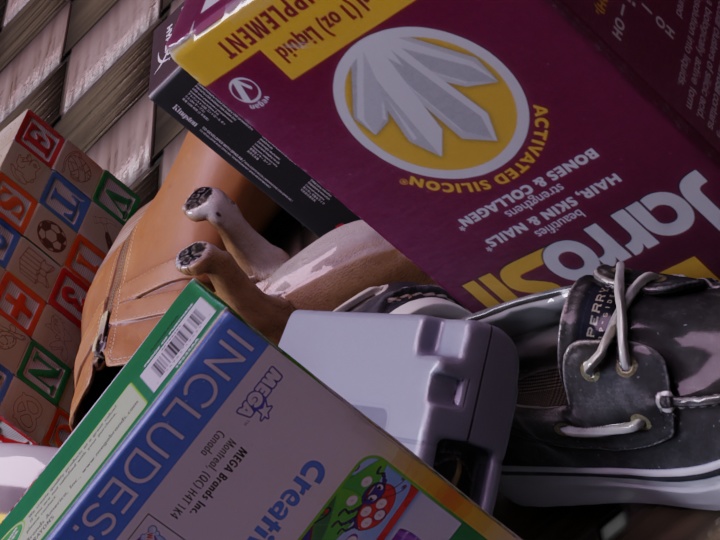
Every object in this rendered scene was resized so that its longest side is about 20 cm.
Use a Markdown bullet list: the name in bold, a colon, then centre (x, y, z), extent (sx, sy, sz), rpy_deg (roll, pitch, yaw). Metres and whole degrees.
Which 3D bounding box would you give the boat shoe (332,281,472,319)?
- **boat shoe**: centre (-0.033, 0.082, 0.789), extent (0.200, 0.074, 0.060), rpy_deg (-48, 23, -2)

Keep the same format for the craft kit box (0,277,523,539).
- **craft kit box**: centre (-0.029, 0.139, 0.539), extent (0.200, 0.197, 0.049), rpy_deg (-51, 20, -3)

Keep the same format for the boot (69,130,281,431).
- **boot**: centre (-0.081, -0.012, 1.006), extent (0.200, 0.077, 0.155), rpy_deg (-40, 23, 30)

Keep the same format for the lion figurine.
- **lion figurine**: centre (0.000, 0.000, 0.839), extent (0.200, 0.123, 0.073), rpy_deg (-26, 35, 14)

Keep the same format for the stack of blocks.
- **stack of blocks**: centre (-0.184, 0.020, 1.102), extent (0.059, 0.115, 0.200), rpy_deg (-33, 28, 35)

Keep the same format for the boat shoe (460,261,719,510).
- **boat shoe**: centre (0.088, 0.034, 0.641), extent (0.200, 0.071, 0.072), rpy_deg (-21, 36, 49)

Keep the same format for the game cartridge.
- **game cartridge**: centre (-0.011, 0.113, 0.675), extent (0.133, 0.040, 0.200), rpy_deg (3, 78, 58)

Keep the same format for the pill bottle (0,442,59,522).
- **pill bottle**: centre (-0.102, 0.165, 0.658), extent (0.111, 0.111, 0.200), rpy_deg (-14, 62, 54)

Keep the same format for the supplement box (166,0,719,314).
- **supplement box**: centre (0.056, -0.071, 0.691), extent (0.131, 0.200, 0.103), rpy_deg (-29, 31, 41)

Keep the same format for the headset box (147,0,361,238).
- **headset box**: centre (0.029, -0.110, 0.866), extent (0.200, 0.149, 0.075), rpy_deg (-43, 24, 20)
